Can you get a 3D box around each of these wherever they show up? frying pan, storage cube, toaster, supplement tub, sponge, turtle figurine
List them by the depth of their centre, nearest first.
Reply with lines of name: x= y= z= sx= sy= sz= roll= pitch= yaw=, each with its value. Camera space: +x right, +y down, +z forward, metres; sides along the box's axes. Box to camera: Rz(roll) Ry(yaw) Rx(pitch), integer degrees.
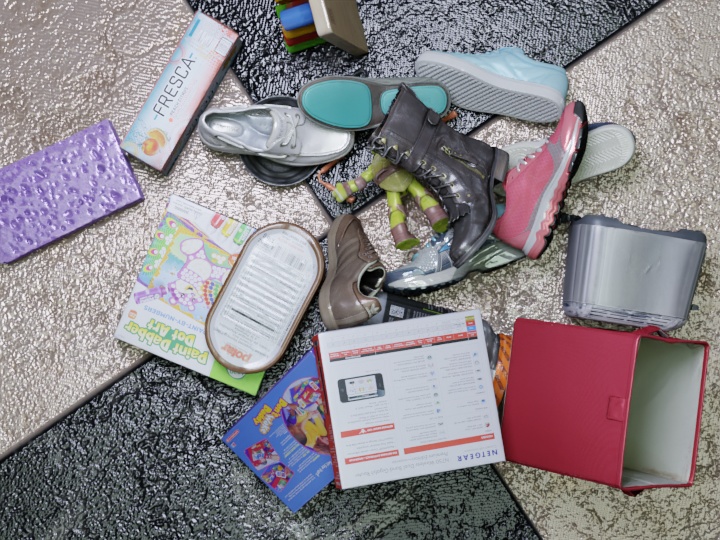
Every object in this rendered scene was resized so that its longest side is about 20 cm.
storage cube: x=0.292 y=0.160 z=1.490 sx=0.170 sy=0.179 sz=0.202 roll=8 pitch=90 yaw=-46
supplement tub: x=0.084 y=0.104 z=1.543 sx=0.198 sy=0.123 sz=0.124 roll=15 pitch=89 yaw=-1
turtle figurine: x=0.057 y=-0.118 z=1.552 sx=0.199 sy=0.064 sz=0.162 roll=-24 pitch=70 yaw=-6
toaster: x=0.333 y=0.003 z=1.555 sx=0.198 sy=0.114 sz=0.131 roll=9 pitch=88 yaw=-5
sponge: x=-0.387 y=-0.100 z=1.577 sx=0.199 sy=0.030 sz=0.112 roll=-25 pitch=90 yaw=-1
frying pan: x=-0.084 y=-0.199 z=1.587 sx=0.114 sy=0.031 sz=0.191 roll=29 pitch=85 yaw=-3

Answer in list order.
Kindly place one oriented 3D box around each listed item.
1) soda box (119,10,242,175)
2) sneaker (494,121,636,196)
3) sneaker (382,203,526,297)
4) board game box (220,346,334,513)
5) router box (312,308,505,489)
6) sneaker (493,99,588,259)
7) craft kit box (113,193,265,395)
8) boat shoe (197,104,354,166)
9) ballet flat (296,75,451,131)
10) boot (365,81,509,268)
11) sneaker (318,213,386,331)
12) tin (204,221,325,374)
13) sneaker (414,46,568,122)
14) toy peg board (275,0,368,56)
soda box: x=-0.226 y=-0.223 z=1.564 sx=0.063 sy=0.068 sz=0.201 roll=30 pitch=88 yaw=-1
sneaker: x=0.258 y=-0.142 z=1.584 sx=0.198 sy=0.084 sz=0.076 roll=-9 pitch=100 yaw=22
sneaker: x=0.112 y=-0.026 z=1.577 sx=0.198 sy=0.078 sz=0.087 roll=-19 pitch=83 yaw=-11
board game box: x=-0.063 y=0.193 z=1.525 sx=0.134 sy=0.045 sz=0.200 roll=45 pitch=123 yaw=-1
router box: x=0.055 y=0.149 z=1.439 sx=0.198 sy=0.049 sz=0.181 roll=-7 pitch=83 yaw=-11
sneaker: x=0.216 y=-0.117 z=1.511 sx=0.086 sy=0.074 sz=0.202 roll=22 pitch=103 yaw=13
craft kit box: x=-0.186 y=0.030 z=1.576 sx=0.198 sy=0.049 sz=0.199 roll=22 pitch=91 yaw=-1
boat shoe: x=-0.104 y=-0.171 z=1.538 sx=0.198 sy=0.069 sz=0.072 roll=2 pitch=87 yaw=-6
ballet flat: x=0.014 y=-0.211 z=1.550 sx=0.198 sy=0.064 sz=0.068 roll=-2 pitch=102 yaw=-14
boot: x=0.083 y=-0.114 z=1.483 sx=0.173 sy=0.069 sz=0.201 roll=28 pitch=53 yaw=-14
sneaker: x=0.000 y=0.000 z=1.517 sx=0.075 sy=0.201 sz=0.071 roll=-11 pitch=129 yaw=15
tin: x=-0.120 y=0.034 z=1.540 sx=0.111 sy=0.042 sz=0.201 roll=27 pitch=89 yaw=3
sneaker: x=0.171 y=-0.252 z=1.588 sx=0.198 sy=0.074 sz=0.082 roll=19 pitch=58 yaw=3
toy peg board: x=-0.080 y=-0.362 z=1.517 sx=0.097 sy=0.199 sz=0.202 roll=-15 pitch=90 yaw=14
